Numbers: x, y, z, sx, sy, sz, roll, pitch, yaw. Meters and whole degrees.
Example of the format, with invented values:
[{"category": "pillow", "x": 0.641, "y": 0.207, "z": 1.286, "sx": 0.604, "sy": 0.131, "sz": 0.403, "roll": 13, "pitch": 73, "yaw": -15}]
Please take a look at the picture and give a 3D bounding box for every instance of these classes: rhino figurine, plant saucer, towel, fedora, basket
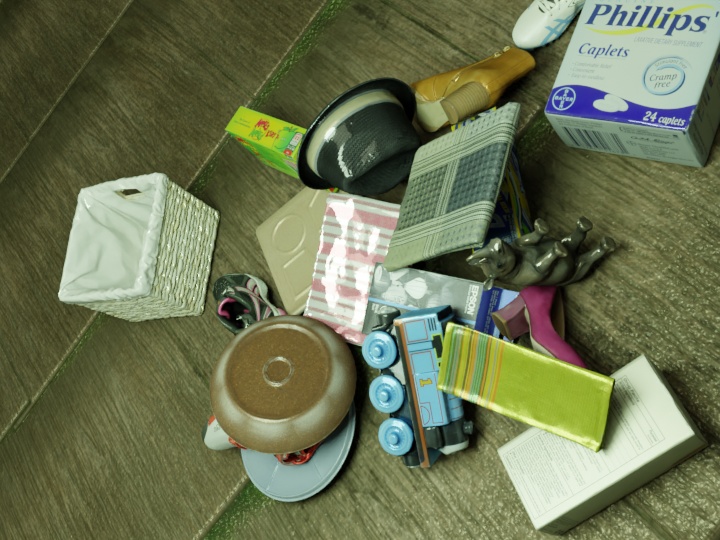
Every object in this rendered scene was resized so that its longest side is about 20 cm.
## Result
[{"category": "rhino figurine", "x": 0.200, "y": -0.014, "z": 1.008, "sx": 0.088, "sy": 0.198, "sz": 0.060, "roll": -53, "pitch": 51, "yaw": 44}, {"category": "plant saucer", "x": -0.105, "y": 0.138, "z": 1.136, "sx": 0.197, "sy": 0.037, "sz": 0.203, "roll": -4, "pitch": 57, "yaw": 6}, {"category": "towel", "x": 0.173, "y": 0.124, "z": 0.938, "sx": 0.198, "sy": 0.018, "sz": 0.087, "roll": 18, "pitch": 115, "yaw": 33}, {"category": "towel", "x": 0.113, "y": -0.096, "z": 1.076, "sx": 0.199, "sy": 0.034, "sz": 0.195, "roll": -16, "pitch": 52, "yaw": 56}, {"category": "fedora", "x": 0.013, "y": -0.163, "z": 1.184, "sx": 0.201, "sy": 0.200, "sz": 0.092, "roll": -47, "pitch": 62, "yaw": 10}, {"category": "towel", "x": 0.000, "y": 0.000, "z": 1.195, "sx": 0.144, "sy": 0.030, "sz": 0.203, "roll": 12, "pitch": 91, "yaw": 22}, {"category": "basket", "x": -0.355, "y": -0.027, "z": 1.409, "sx": 0.196, "sy": 0.160, "sz": 0.203, "roll": -6, "pitch": 67, "yaw": 32}]

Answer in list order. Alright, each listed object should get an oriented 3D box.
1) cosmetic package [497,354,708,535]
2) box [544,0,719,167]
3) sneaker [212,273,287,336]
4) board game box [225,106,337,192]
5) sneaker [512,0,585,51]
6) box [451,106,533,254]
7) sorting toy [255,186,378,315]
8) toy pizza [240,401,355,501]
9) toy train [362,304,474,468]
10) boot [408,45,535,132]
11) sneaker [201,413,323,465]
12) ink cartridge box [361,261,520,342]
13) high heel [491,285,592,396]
[{"category": "cosmetic package", "x": 0.262, "y": 0.194, "z": 0.951, "sx": 0.199, "sy": 0.071, "sz": 0.106, "roll": -36, "pitch": 55, "yaw": 18}, {"category": "box", "x": 0.348, "y": -0.247, "z": 1.049, "sx": 0.182, "sy": 0.105, "sz": 0.202, "roll": 16, "pitch": 80, "yaw": 37}, {"category": "sneaker", "x": -0.179, "y": 0.050, "z": 1.284, "sx": 0.199, "sy": 0.086, "sz": 0.081, "roll": 29, "pitch": 97, "yaw": 52}, {"category": "board game box", "x": -0.113, "y": -0.186, "z": 1.323, "sx": 0.199, "sy": 0.101, "sz": 0.048, "roll": 28, "pitch": 81, "yaw": 48}, {"category": "sneaker", "x": 0.281, "y": -0.382, "z": 1.171, "sx": 0.200, "sy": 0.072, "sz": 0.072, "roll": -41, "pitch": 55, "yaw": 16}, {"category": "box", "x": 0.175, "y": -0.106, "z": 1.137, "sx": 0.069, "sy": 0.064, "sz": 0.203, "roll": -20, "pitch": 61, "yaw": 27}, {"category": "sorting toy", "x": -0.061, "y": -0.047, "z": 1.299, "sx": 0.184, "sy": 0.036, "sz": 0.201, "roll": -37, "pitch": 50, "yaw": 17}, {"category": "toy pizza", "x": -0.085, "y": 0.218, "z": 1.207, "sx": 0.198, "sy": 0.032, "sz": 0.203, "roll": -15, "pitch": 63, "yaw": 30}, {"category": "toy train", "x": 0.073, "y": 0.140, "z": 1.058, "sx": 0.113, "sy": 0.086, "sz": 0.203, "roll": -10, "pitch": 92, "yaw": 24}, {"category": "boot", "x": 0.151, "y": -0.259, "z": 1.217, "sx": 0.143, "sy": 0.071, "sz": 0.201, "roll": -33, "pitch": 21, "yaw": -11}, {"category": "sneaker", "x": -0.130, "y": 0.222, "z": 1.173, "sx": 0.200, "sy": 0.067, "sz": 0.109, "roll": -33, "pitch": 53, "yaw": 17}, {"category": "ink cartridge box", "x": 0.101, "y": 0.055, "z": 1.109, "sx": 0.198, "sy": 0.039, "sz": 0.101, "roll": 11, "pitch": 89, "yaw": 26}, {"category": "high heel", "x": 0.234, "y": 0.071, "z": 0.990, "sx": 0.095, "sy": 0.068, "sz": 0.200, "roll": -29, "pitch": 35, "yaw": -8}]
